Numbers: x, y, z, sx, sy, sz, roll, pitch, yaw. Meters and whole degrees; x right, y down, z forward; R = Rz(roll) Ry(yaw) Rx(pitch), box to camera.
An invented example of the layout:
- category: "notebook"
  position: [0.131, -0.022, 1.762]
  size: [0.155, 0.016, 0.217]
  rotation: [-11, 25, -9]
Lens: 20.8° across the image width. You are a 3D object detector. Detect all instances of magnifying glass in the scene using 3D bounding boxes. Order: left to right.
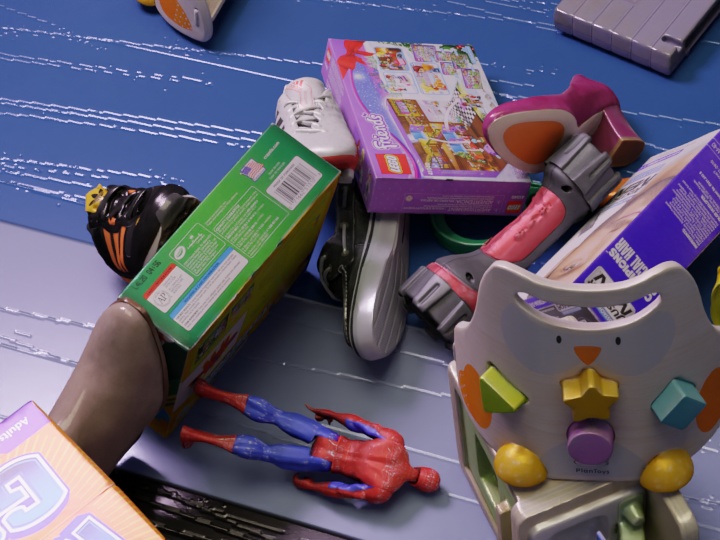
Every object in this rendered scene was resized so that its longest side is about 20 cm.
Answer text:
- category: "magnifying glass"
  position: [0.157, -0.056, 1.647]
  size: [0.198, 0.023, 0.080]
  rotation: [-8, 50, 1]

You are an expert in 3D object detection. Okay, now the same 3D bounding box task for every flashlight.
- category: "flashlight"
  position: [0.120, -0.028, 1.570]
  size: [0.068, 0.068, 0.200]
  rotation: [45, 83, -1]

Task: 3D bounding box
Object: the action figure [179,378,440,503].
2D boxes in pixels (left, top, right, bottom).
- category: "action figure"
  position: [-0.034, 0.135, 1.495]
  size: [0.198, 0.052, 0.066]
  rotation: [16, 75, 9]

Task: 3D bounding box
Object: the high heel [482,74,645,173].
- category: "high heel"
  position: [0.153, -0.136, 1.631]
  size: [0.199, 0.068, 0.096]
  rotation: [-3, 46, -43]

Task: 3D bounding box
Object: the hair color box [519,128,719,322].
- category: "hair color box"
  position: [0.216, -0.020, 1.546]
  size: [0.065, 0.109, 0.200]
  rotation: [49, 65, -9]

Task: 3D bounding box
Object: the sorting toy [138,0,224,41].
- category: "sorting toy"
  position: [-0.159, -0.353, 1.825]
  size: [0.106, 0.181, 0.201]
  rotation: [13, 53, 18]

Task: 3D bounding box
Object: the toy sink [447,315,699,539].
- category: "toy sink"
  position: [0.146, 0.160, 1.401]
  size: [0.111, 0.131, 0.201]
  rotation: [-21, 52, -9]

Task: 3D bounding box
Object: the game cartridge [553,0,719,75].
- category: "game cartridge"
  position: [0.279, -0.270, 1.799]
  size: [0.129, 0.039, 0.200]
  rotation: [24, 58, 30]

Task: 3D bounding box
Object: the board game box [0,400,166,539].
- category: "board game box"
  position: [-0.222, 0.259, 1.325]
  size: [0.199, 0.201, 0.200]
  rotation: [-37, 55, -20]

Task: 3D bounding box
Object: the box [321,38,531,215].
- category: "box"
  position: [0.052, -0.124, 1.665]
  size: [0.135, 0.039, 0.201]
  rotation: [1, 40, -16]

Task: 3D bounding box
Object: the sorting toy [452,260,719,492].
- category: "sorting toy"
  position: [0.150, 0.053, 1.287]
  size: [0.198, 0.181, 0.108]
  rotation: [0, 51, 10]

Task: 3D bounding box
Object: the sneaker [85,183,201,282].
- category: "sneaker"
  position: [-0.184, -0.036, 1.560]
  size: [0.090, 0.200, 0.070]
  rotation: [37, 74, 0]

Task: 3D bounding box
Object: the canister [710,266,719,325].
- category: "canister"
  position: [0.378, -0.025, 1.549]
  size: [0.147, 0.087, 0.201]
  rotation: [16, 53, 20]

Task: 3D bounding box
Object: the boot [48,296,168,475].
- category: "boot"
  position: [-0.215, 0.125, 1.441]
  size: [0.070, 0.201, 0.146]
  rotation: [34, 54, 20]

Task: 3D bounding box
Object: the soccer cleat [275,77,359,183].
- category: "soccer cleat"
  position: [-0.042, -0.117, 1.625]
  size: [0.068, 0.086, 0.200]
  rotation: [-1, 6, -8]

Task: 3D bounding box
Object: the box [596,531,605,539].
- category: "box"
  position: [0.166, 0.273, 1.258]
  size: [0.047, 0.201, 0.122]
  rotation: [-24, 51, -12]

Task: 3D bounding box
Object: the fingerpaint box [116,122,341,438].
- category: "fingerpaint box"
  position: [-0.112, 0.009, 1.532]
  size: [0.073, 0.167, 0.200]
  rotation: [35, 62, 8]

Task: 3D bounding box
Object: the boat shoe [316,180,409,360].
- category: "boat shoe"
  position: [0.000, 0.000, 1.602]
  size: [0.070, 0.073, 0.201]
  rotation: [-6, 39, 13]
